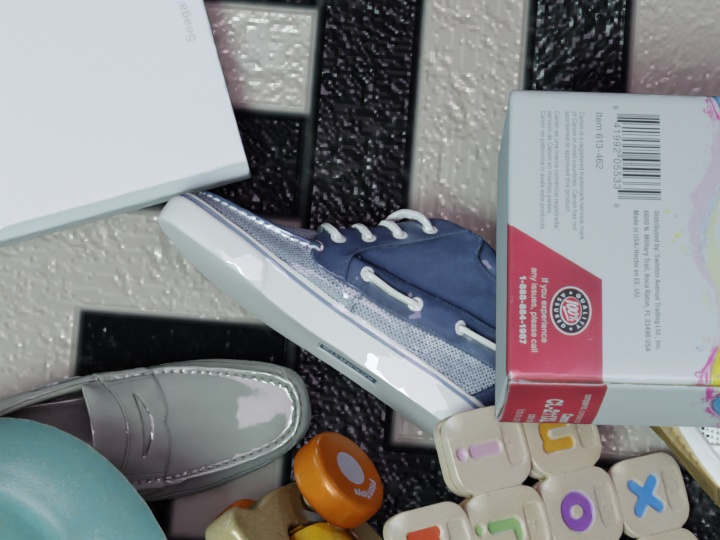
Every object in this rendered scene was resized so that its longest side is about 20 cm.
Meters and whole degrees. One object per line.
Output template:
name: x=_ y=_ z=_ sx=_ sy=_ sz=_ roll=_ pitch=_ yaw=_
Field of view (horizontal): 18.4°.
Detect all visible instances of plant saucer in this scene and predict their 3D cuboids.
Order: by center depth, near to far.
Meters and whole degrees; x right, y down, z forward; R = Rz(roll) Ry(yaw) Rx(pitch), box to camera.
plant saucer: x=-0.170 y=0.171 z=1.041 sx=0.199 sy=0.036 sz=0.202 roll=3 pitch=97 yaw=29

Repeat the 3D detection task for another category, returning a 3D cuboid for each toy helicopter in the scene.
toy helicopter: x=-0.028 y=0.167 z=1.004 sx=0.079 sy=0.200 sz=0.132 roll=-40 pitch=88 yaw=26

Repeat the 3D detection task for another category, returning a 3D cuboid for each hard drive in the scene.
hard drive: x=-0.169 y=-0.085 z=1.149 sx=0.199 sy=0.026 sz=0.133 roll=-16 pitch=85 yaw=-2

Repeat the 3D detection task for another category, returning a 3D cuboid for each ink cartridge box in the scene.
ink cartridge box: x=0.166 y=-0.002 z=1.065 sx=0.198 sy=0.083 sz=0.147 roll=2 pitch=71 yaw=0

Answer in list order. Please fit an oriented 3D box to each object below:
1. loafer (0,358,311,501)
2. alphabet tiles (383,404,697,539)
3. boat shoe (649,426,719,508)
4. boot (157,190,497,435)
loafer: x=-0.122 y=0.085 z=1.111 sx=0.199 sy=0.070 sz=0.070 roll=-12 pitch=85 yaw=-2
alphabet tiles: x=0.098 y=0.162 z=1.085 sx=0.195 sy=0.015 sz=0.201 roll=-9 pitch=82 yaw=-39
boat shoe: x=0.189 y=0.075 z=1.118 sx=0.069 sy=0.071 sz=0.200 roll=-39 pitch=85 yaw=-3
boot: x=0.000 y=0.000 z=1.129 sx=0.199 sy=0.073 sz=0.091 roll=36 pitch=78 yaw=-6
